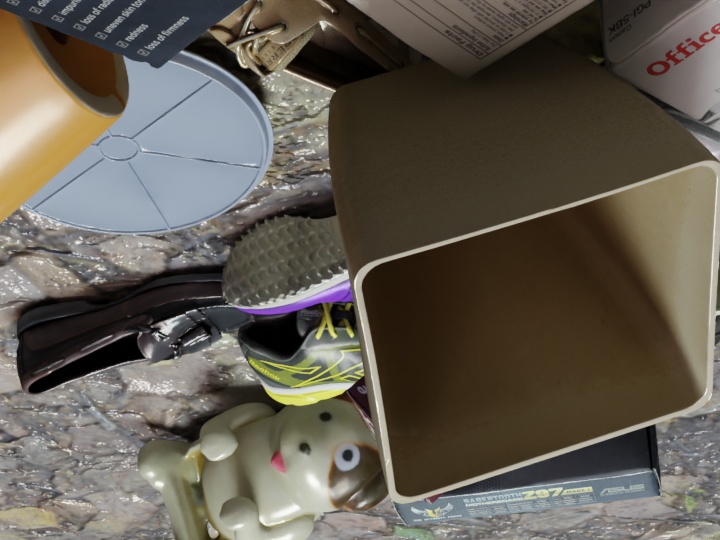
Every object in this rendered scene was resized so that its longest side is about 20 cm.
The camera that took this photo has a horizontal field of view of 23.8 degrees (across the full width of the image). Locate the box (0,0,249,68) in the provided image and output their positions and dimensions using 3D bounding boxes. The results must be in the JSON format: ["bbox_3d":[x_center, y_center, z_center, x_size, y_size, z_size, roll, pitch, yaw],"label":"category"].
[{"bbox_3d":[-0.132,-0.207,0.797,0.196,0.125,0.200,16,160,-27],"label":"box"}]

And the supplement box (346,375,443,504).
[{"bbox_3d":[0.094,0.063,1.225,0.200,0.061,0.109,-40,145,-9],"label":"supplement box"}]

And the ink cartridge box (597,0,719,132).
[{"bbox_3d":[0.255,-0.144,0.980,0.199,0.083,0.147,23,140,-33],"label":"ink cartridge box"}]

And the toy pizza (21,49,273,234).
[{"bbox_3d":[-0.155,-0.090,1.105,0.199,0.032,0.201,-1,146,-1],"label":"toy pizza"}]

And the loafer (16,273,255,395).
[{"bbox_3d":[-0.170,0.054,1.299,0.199,0.063,0.072,-11,146,16],"label":"loafer"}]

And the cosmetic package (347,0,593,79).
[{"bbox_3d":[0.094,-0.198,0.889,0.199,0.088,0.103,-28,140,34],"label":"cosmetic package"}]

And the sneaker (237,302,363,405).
[{"bbox_3d":[-0.004,0.052,1.289,0.199,0.075,0.085,-17,143,24],"label":"sneaker"}]

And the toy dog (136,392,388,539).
[{"bbox_3d":[-0.060,0.177,1.430,0.193,0.140,0.200,9,149,-39],"label":"toy dog"}]

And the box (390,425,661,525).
[{"bbox_3d":[0.121,0.103,1.294,0.199,0.159,0.051,-8,147,13],"label":"box"}]

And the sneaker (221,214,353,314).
[{"bbox_3d":[0.000,0.000,1.214,0.199,0.070,0.099,-17,146,24],"label":"sneaker"}]

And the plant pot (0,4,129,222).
[{"bbox_3d":[-0.238,-0.101,0.953,0.183,0.201,0.200,-27,141,16],"label":"plant pot"}]

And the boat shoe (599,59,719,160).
[{"bbox_3d":[0.221,-0.055,1.057,0.202,0.065,0.074,39,123,-18],"label":"boat shoe"}]

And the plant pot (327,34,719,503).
[{"bbox_3d":[0.076,-0.019,0.980,0.199,0.178,0.201,-17,136,-7],"label":"plant pot"}]

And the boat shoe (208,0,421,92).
[{"bbox_3d":[-0.047,-0.149,0.984,0.199,0.065,0.071,17,144,-25],"label":"boat shoe"}]

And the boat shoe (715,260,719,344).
[{"bbox_3d":[0.217,0.035,1.212,0.201,0.074,0.063,-28,139,-20],"label":"boat shoe"}]
